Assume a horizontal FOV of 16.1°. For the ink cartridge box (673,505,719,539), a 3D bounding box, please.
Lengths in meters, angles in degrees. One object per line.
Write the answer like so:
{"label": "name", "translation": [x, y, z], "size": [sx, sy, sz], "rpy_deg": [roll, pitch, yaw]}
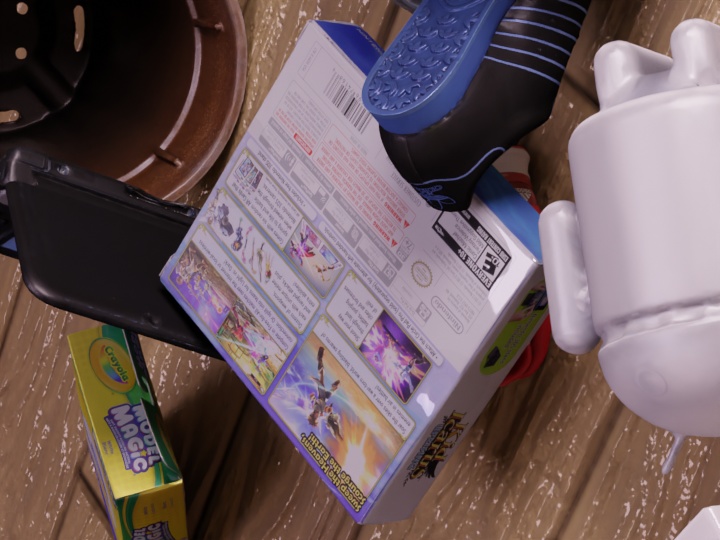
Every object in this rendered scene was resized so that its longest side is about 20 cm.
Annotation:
{"label": "ink cartridge box", "translation": [0.188, 0.223, 1.147], "size": [0.145, 0.084, 0.200], "rpy_deg": [-54, 48, 40]}

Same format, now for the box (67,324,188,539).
{"label": "box", "translation": [-0.142, 0.114, 1.575], "size": [0.200, 0.048, 0.118], "rpy_deg": [96, 157, -62]}

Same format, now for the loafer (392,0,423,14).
{"label": "loafer", "translation": [0.040, -0.171, 1.397], "size": [0.072, 0.063, 0.200], "rpy_deg": [-54, 44, -3]}

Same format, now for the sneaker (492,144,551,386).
{"label": "sneaker", "translation": [0.031, 0.023, 1.380], "size": [0.200, 0.078, 0.116], "rpy_deg": [-43, 55, 48]}

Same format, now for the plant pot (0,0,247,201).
{"label": "plant pot", "translation": [-0.203, -0.144, 1.628], "size": [0.198, 0.200, 0.201], "rpy_deg": [25, 111, 60]}

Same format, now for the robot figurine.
{"label": "robot figurine", "translation": [0.159, -0.011, 1.165], "size": [0.169, 0.113, 0.201], "rpy_deg": [-14, 77, 35]}

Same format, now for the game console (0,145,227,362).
{"label": "game console", "translation": [-0.136, 0.016, 1.491], "size": [0.176, 0.200, 0.117], "rpy_deg": [-28, 49, 52]}

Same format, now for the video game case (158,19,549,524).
{"label": "video game case", "translation": [0.000, 0.000, 1.340], "size": [0.200, 0.045, 0.181], "rpy_deg": [49, 120, 30]}

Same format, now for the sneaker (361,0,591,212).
{"label": "sneaker", "translation": [0.075, -0.117, 1.271], "size": [0.070, 0.200, 0.078], "rpy_deg": [14, 144, 42]}
